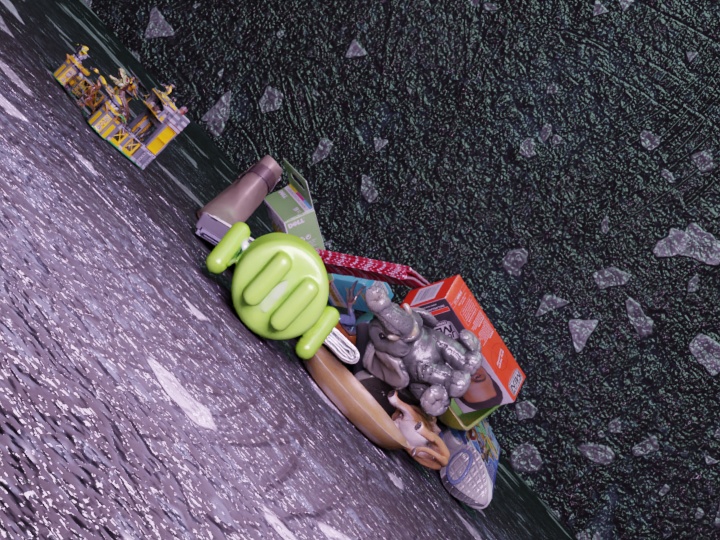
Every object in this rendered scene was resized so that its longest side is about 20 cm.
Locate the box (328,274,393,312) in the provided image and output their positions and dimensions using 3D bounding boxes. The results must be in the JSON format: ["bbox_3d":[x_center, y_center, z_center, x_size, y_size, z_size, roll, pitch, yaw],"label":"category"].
[{"bbox_3d":[-0.043,0.020,1.975,0.198,0.049,0.083,9,-38,39],"label":"box"}]

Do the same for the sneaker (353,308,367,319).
[{"bbox_3d":[0.016,0.121,2.035,0.071,0.099,0.200,44,-1,24],"label":"sneaker"}]

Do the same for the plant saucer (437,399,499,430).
[{"bbox_3d":[0.138,0.159,1.799,0.201,0.048,0.199,54,30,10],"label":"plant saucer"}]

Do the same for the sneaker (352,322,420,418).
[{"bbox_3d":[0.055,0.162,1.711,0.200,0.074,0.107,47,34,-46],"label":"sneaker"}]

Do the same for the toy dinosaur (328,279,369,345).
[{"bbox_3d":[-0.022,0.086,1.741,0.181,0.105,0.202,17,42,-54],"label":"toy dinosaur"}]

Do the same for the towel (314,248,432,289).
[{"bbox_3d":[0.000,0.000,1.691,0.197,0.023,0.144,11,-7,19],"label":"towel"}]

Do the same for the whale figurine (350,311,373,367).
[{"bbox_3d":[0.049,0.165,1.887,0.159,0.103,0.202,-36,-98,48],"label":"whale figurine"}]

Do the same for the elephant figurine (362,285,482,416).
[{"bbox_3d":[0.065,0.099,1.574,0.199,0.156,0.142,35,30,-7],"label":"elephant figurine"}]

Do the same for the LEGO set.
[{"bbox_3d":[-0.333,-0.251,1.587,0.154,0.116,0.200,45,2,-45],"label":"LEGO set"}]

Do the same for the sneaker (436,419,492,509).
[{"bbox_3d":[0.157,0.308,1.730,0.087,0.074,0.200,51,0,-30],"label":"sneaker"}]

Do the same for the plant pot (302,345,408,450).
[{"bbox_3d":[-0.014,0.165,1.465,0.200,0.027,0.200,48,1,-1],"label":"plant pot"}]

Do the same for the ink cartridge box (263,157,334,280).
[{"bbox_3d":[-0.110,-0.074,1.869,0.104,0.059,0.202,48,-22,52],"label":"ink cartridge box"}]

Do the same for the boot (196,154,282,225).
[{"bbox_3d":[-0.186,-0.121,1.777,0.070,0.146,0.200,44,2,-10],"label":"boot"}]

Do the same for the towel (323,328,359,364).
[{"bbox_3d":[-0.066,0.085,1.600,0.149,0.031,0.200,45,-8,1],"label":"towel"}]

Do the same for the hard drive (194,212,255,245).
[{"bbox_3d":[-0.153,-0.024,1.615,0.139,0.038,0.200,30,-1,11],"label":"hard drive"}]

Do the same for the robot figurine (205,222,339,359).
[{"bbox_3d":[-0.096,0.016,1.336,0.175,0.116,0.200,41,2,-9],"label":"robot figurine"}]

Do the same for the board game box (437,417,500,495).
[{"bbox_3d":[0.176,0.268,1.874,0.202,0.034,0.136,62,25,-21],"label":"board game box"}]

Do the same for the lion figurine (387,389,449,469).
[{"bbox_3d":[0.084,0.239,1.584,0.122,0.072,0.200,44,9,-24],"label":"lion figurine"}]

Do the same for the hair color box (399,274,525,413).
[{"bbox_3d":[0.151,0.113,1.664,0.201,0.101,0.061,54,42,-18],"label":"hair color box"}]
